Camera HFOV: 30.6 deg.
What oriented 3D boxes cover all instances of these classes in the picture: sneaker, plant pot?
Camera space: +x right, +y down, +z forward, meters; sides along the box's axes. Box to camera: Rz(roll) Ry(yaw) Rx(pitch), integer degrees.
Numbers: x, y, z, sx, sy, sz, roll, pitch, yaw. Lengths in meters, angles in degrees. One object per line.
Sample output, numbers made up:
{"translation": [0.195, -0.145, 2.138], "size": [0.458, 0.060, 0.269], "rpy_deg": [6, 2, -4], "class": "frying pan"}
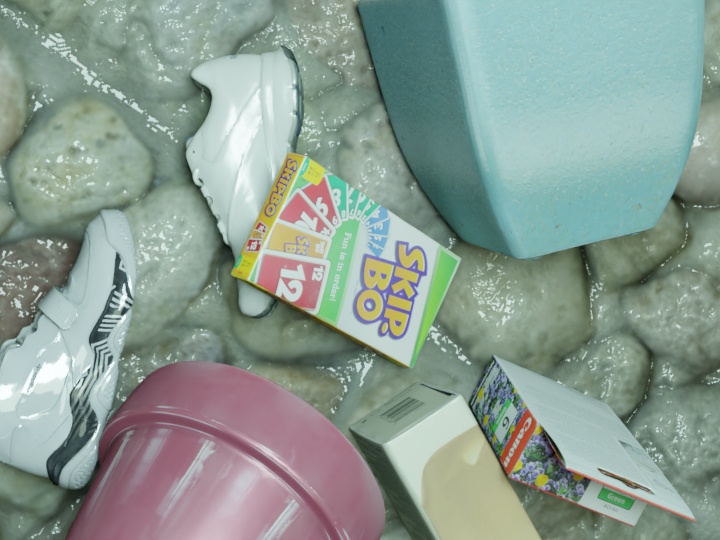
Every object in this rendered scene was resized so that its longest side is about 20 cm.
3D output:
{"translation": [-0.085, -0.064, 0.973], "size": [0.087, 0.075, 0.200], "rpy_deg": [-1, 87, 1], "class": "sneaker"}
{"translation": [-0.226, 0.048, 0.919], "size": [0.115, 0.075, 0.200], "rpy_deg": [12, 90, -19], "class": "sneaker"}
{"translation": [-0.110, 0.188, 0.858], "size": [0.200, 0.200, 0.179], "rpy_deg": [46, 49, -11], "class": "plant pot"}
{"translation": [0.132, -0.120, 0.971], "size": [0.196, 0.196, 0.200], "rpy_deg": [-14, 103, -16], "class": "plant pot"}

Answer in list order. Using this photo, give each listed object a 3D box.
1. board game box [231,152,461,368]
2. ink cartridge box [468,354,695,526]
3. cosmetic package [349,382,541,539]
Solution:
{"translation": [0.000, 0.000, 0.967], "size": [0.200, 0.030, 0.096], "rpy_deg": [31, 81, -44], "class": "board game box"}
{"translation": [0.155, 0.136, 0.964], "size": [0.109, 0.200, 0.050], "rpy_deg": [23, 103, -15], "class": "ink cartridge box"}
{"translation": [0.079, 0.189, 0.994], "size": [0.071, 0.105, 0.200], "rpy_deg": [-31, 100, -13], "class": "cosmetic package"}
